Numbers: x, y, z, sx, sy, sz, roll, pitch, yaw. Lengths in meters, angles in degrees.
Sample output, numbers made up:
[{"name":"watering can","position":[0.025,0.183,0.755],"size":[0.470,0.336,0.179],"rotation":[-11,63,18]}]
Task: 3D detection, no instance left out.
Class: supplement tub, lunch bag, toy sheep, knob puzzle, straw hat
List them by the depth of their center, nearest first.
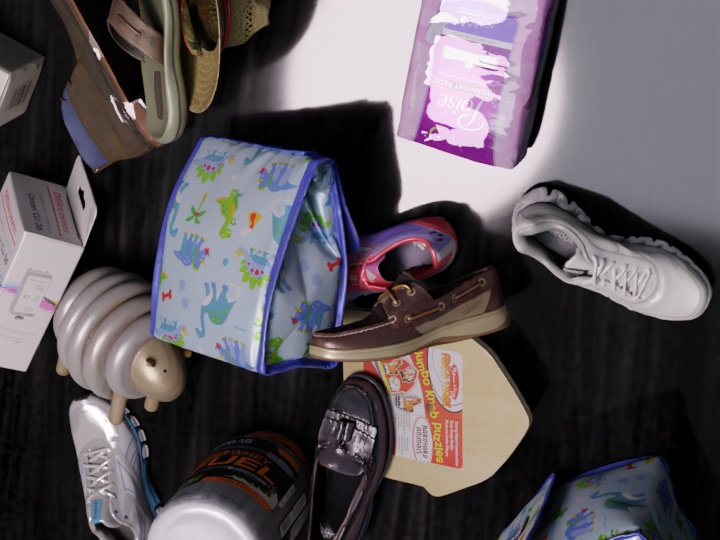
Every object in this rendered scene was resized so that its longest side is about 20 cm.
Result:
[{"name":"straw hat","position":[-0.129,-0.249,1.570],"size":[0.085,0.201,0.202],"rotation":[-11,110,-24]},{"name":"lunch bag","position":[-0.099,-0.019,1.593],"size":[0.169,0.127,0.201],"rotation":[13,102,41]},{"name":"lunch bag","position":[0.204,0.272,1.609],"size":[0.199,0.170,0.128],"rotation":[-21,101,24]},{"name":"knob puzzle","position":[0.078,0.127,1.664],"size":[0.218,0.030,0.221],"rotation":[11,114,25]},{"name":"supplement tub","position":[-0.122,0.241,1.679],"size":[0.122,0.200,0.123],"rotation":[5,109,14]},{"name":"toy sheep","position":[-0.246,0.065,1.699],"size":[0.200,0.138,0.138],"rotation":[35,116,28]}]

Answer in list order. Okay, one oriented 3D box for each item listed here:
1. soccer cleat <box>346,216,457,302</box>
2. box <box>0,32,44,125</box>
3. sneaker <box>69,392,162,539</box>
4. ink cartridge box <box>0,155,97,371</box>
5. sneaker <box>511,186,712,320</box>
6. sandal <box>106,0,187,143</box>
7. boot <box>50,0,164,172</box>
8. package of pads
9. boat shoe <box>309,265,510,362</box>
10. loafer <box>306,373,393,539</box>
[{"name":"soccer cleat","position":[0.000,0.000,1.629],"size":[0.199,0.076,0.067],"rotation":[-18,102,21]},{"name":"box","position":[-0.422,-0.221,1.679],"size":[0.199,0.082,0.069],"rotation":[29,115,7]},{"name":"sneaker","position":[-0.261,0.227,1.779],"size":[0.075,0.087,0.201],"rotation":[-16,102,22]},{"name":"ink cartridge box","position":[-0.336,-0.015,1.695],"size":[0.067,0.117,0.201],"rotation":[15,117,-30]},{"name":"sneaker","position":[0.226,-0.003,1.560],"size":[0.199,0.081,0.075],"rotation":[25,111,6]},{"name":"sandal","position":[-0.202,-0.216,1.571],"size":[0.057,0.080,0.202],"rotation":[-11,99,-23]},{"name":"boot","position":[-0.269,-0.191,1.646],"size":[0.097,0.075,0.201],"rotation":[-29,100,20]},{"name":"package of pads","position":[0.108,-0.202,1.530],"size":[0.120,0.076,0.201],"rotation":[16,112,14]},{"name":"boat shoe","position":[0.043,0.036,1.557],"size":[0.199,0.072,0.072],"rotation":[-11,97,-19]},{"name":"loafer","position":[-0.015,0.201,1.688],"size":[0.072,0.063,0.201],"rotation":[20,118,22]}]
